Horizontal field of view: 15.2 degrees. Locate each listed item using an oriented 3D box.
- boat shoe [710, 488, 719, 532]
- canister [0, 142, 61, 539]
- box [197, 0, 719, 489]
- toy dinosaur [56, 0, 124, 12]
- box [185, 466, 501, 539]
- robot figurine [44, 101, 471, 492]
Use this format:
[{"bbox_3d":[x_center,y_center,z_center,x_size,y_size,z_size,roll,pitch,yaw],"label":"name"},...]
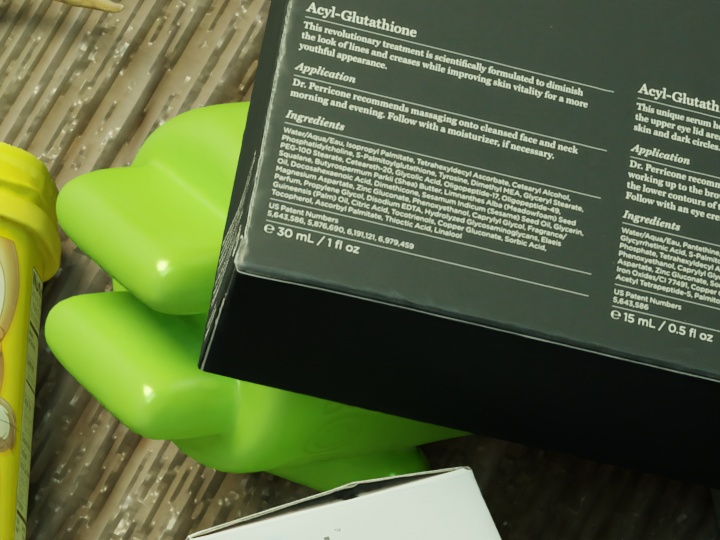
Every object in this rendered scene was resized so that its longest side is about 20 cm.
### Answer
[{"bbox_3d":[0.154,0.071,0.880,0.065,0.072,0.201,-9,67,-8],"label":"boat shoe"},{"bbox_3d":[-0.179,0.063,0.900,0.147,0.087,0.202,-1,70,5],"label":"canister"},{"bbox_3d":[0.066,-0.025,0.775,0.198,0.079,0.142,14,65,-6],"label":"box"},{"bbox_3d":[-0.198,-0.092,0.988,0.199,0.060,0.107,-30,93,-2],"label":"toy dinosaur"},{"bbox_3d":[-0.010,0.183,0.769,0.096,0.200,0.177,-11,64,-27],"label":"box"},{"bbox_3d":[0.000,0.000,0.872,0.199,0.177,0.116,-9,28,-33],"label":"robot figurine"}]
